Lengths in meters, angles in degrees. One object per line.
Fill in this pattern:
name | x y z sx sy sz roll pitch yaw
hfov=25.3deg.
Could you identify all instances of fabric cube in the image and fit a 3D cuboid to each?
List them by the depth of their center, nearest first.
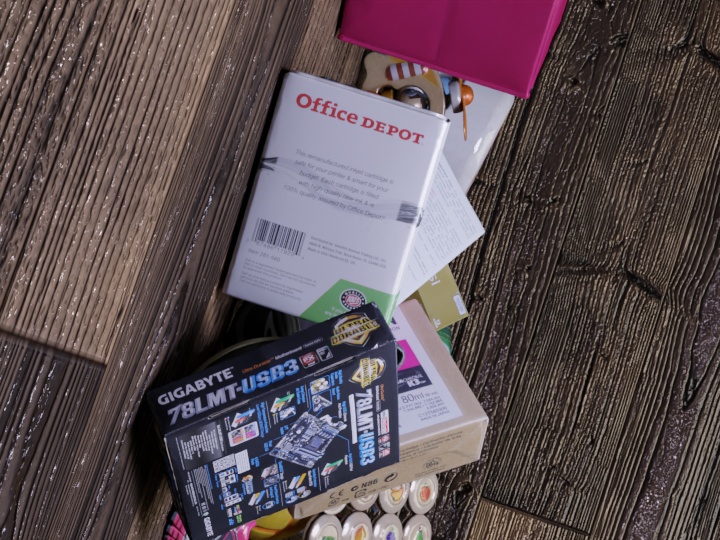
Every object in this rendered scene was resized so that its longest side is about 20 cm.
fabric cube | 0.112 -0.315 1.523 0.196 0.199 0.200 -64 170 -55

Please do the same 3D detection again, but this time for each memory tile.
memory tile | 0.011 0.272 1.635 0.200 0.017 0.154 11 87 -49

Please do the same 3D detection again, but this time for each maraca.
maraca | -0.089 0.219 1.651 0.200 0.137 0.107 19 52 -87

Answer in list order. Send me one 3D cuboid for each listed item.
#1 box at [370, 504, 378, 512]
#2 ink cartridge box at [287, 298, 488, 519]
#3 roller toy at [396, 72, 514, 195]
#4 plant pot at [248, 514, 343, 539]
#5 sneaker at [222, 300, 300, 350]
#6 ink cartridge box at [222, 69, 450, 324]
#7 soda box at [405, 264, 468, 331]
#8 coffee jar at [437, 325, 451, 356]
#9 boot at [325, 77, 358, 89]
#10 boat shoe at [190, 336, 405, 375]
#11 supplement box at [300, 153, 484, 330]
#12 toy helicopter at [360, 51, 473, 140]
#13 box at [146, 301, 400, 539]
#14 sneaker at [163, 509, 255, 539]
box | -0.021 0.165 1.756 0.040 0.200 0.137 -38 177 6
ink cartridge box | -0.003 0.129 1.534 0.075 0.199 0.165 98 -31 -48
roller toy | 0.094 -0.173 1.984 0.183 0.139 0.200 -62 177 11
plant pot | -0.087 0.354 1.709 0.200 0.200 0.183 -53 152 -69
sneaker | -0.105 0.105 1.420 0.083 0.071 0.200 106 7 -75
ink cartridge box | -0.018 -0.057 1.374 0.084 0.146 0.201 -47 155 -81
soda box | 0.037 -0.027 1.695 0.068 0.201 0.064 -23 179 43
coffee jar | 0.053 0.090 1.775 0.104 0.085 0.201 25 56 -44
boot | -0.005 -0.143 1.558 0.200 0.075 0.097 -50 160 -67
boat shoe | -0.053 0.087 1.371 0.066 0.200 0.072 -12 -89 61
supplement box | 0.014 -0.026 1.533 0.101 0.104 0.200 -22 -168 43
toy helicopter | 0.070 -0.220 1.712 0.079 0.132 0.201 -24 131 -80
box | -0.065 0.130 1.313 0.050 0.198 0.200 59 -15 32
sneaker | -0.148 0.289 1.530 0.200 0.074 0.081 101 10 -48
